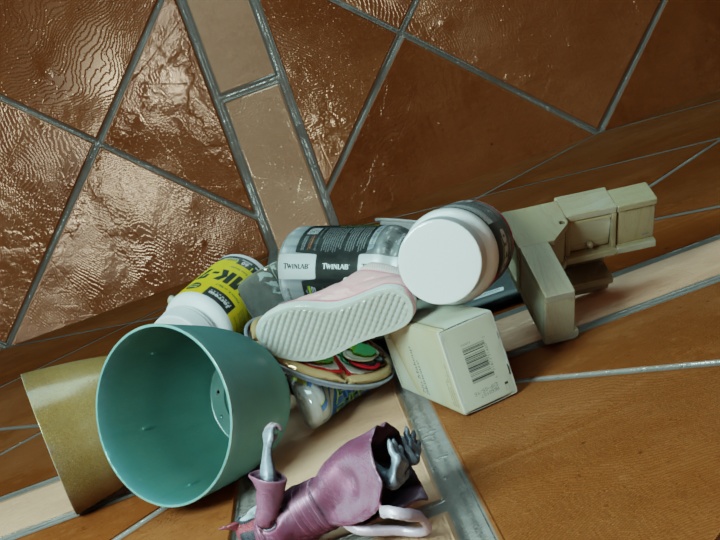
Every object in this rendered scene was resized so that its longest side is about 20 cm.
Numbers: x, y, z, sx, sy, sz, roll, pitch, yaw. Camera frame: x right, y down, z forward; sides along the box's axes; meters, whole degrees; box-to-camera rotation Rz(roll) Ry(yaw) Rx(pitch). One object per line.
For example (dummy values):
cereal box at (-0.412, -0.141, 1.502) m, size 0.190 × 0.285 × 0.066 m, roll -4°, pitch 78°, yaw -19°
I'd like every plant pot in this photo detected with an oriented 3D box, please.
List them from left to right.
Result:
plant pot at (-0.299, 0.179, 1.370) m, size 0.200 × 0.187 × 0.186 m, roll -22°, pitch 9°, yaw -18°
plant pot at (-0.176, 0.155, 1.252) m, size 0.200 × 0.201 × 0.161 m, roll -14°, pitch -5°, yaw 32°

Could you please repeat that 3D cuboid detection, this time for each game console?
game console at (0.202, 0.035, 1.706) m, size 0.200 × 0.117 × 0.176 m, roll -19°, pitch 39°, yaw 7°

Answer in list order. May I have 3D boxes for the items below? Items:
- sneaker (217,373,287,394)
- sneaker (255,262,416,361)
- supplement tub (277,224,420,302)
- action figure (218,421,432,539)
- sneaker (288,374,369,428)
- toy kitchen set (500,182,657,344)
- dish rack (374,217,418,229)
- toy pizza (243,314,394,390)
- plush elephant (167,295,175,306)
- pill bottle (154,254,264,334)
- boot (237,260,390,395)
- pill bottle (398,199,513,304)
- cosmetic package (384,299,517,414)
sneaker at (-0.165, 0.168, 1.450) m, size 0.200 × 0.078 × 0.140 m, roll -42°, pitch 13°, yaw 44°
sneaker at (-0.022, 0.047, 1.308) m, size 0.200 × 0.076 × 0.105 m, roll -15°, pitch 18°, yaw 17°
supplement tub at (0.000, 0.000, 1.448) m, size 0.200 × 0.123 × 0.122 m, roll 0°, pitch 18°, yaw 31°
action figure at (-0.033, 0.215, 0.971) m, size 0.200 × 0.134 × 0.149 m, roll -30°, pitch 49°, yaw 11°
sneaker at (-0.034, 0.142, 1.382) m, size 0.105 × 0.076 × 0.200 m, roll -20°, pitch 8°, yaw -4°
toy kitchen set at (0.303, 0.017, 1.407) m, size 0.199 × 0.163 × 0.181 m, roll -12°, pitch 40°, yaw -5°
dish rack at (0.135, -0.042, 1.749) m, size 0.171 × 0.044 × 0.200 m, roll 6°, pitch -5°, yaw 40°
toy pizza at (-0.049, 0.092, 1.384) m, size 0.200 × 0.032 × 0.200 m, roll 16°, pitch 17°, yaw -5°
plush elephant at (-0.306, 0.136, 1.698) m, size 0.200 × 0.155 × 0.165 m, roll -9°, pitch 39°, yaw -46°
pill bottle at (-0.220, 0.065, 1.628) m, size 0.114 × 0.115 × 0.200 m, roll -15°, pitch 19°, yaw 30°
boot at (-0.064, 0.065, 1.557) m, size 0.181 × 0.073 × 0.200 m, roll -20°, pitch 51°, yaw -8°
pill bottle at (0.114, -0.021, 1.290) m, size 0.114 × 0.114 × 0.200 m, roll -17°, pitch 3°, yaw 17°
cosmetic package at (0.099, 0.096, 1.280) m, size 0.073 × 0.104 × 0.200 m, roll -22°, pitch 8°, yaw -17°
